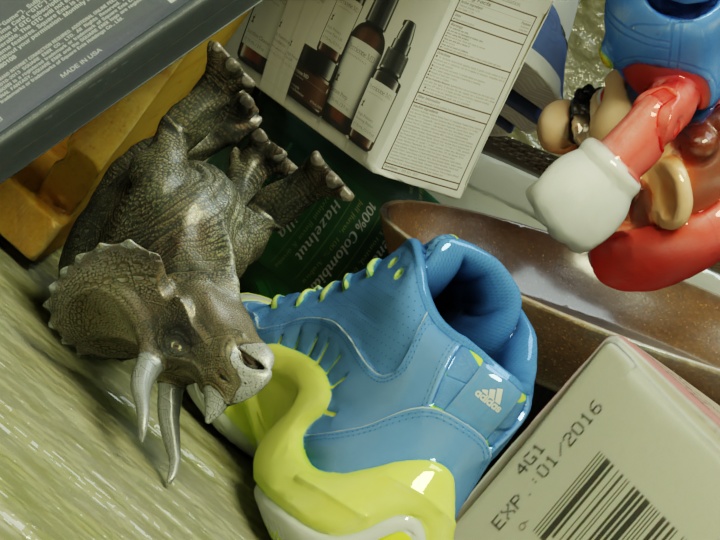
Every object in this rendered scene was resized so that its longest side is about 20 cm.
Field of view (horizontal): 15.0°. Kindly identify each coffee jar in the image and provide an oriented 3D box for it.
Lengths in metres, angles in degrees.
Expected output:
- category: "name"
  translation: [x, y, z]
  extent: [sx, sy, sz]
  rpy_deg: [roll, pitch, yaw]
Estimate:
- category: "coffee jar"
  translation: [0.000, 0.000, 1.139]
  extent: [0.200, 0.085, 0.104]
  rpy_deg: [37, -6, -20]

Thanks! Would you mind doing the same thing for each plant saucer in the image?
- category: "plant saucer"
  translation: [0.097, 0.024, 1.035]
  extent: [0.200, 0.035, 0.200]
  rpy_deg: [19, 9, -3]

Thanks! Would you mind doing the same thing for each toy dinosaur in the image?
- category: "toy dinosaur"
  translation: [-0.062, -0.011, 0.851]
  extent: [0.077, 0.102, 0.200]
  rpy_deg: [49, -6, -14]

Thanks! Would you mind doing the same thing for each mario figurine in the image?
- category: "mario figurine"
  translation: [0.097, -0.083, 0.985]
  extent: [0.123, 0.201, 0.106]
  rpy_deg: [-17, 38, -29]

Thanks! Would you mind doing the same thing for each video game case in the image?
- category: "video game case"
  translation: [-0.131, -0.107, 0.880]
  extent: [0.200, 0.143, 0.019]
  rpy_deg: [44, -15, 41]

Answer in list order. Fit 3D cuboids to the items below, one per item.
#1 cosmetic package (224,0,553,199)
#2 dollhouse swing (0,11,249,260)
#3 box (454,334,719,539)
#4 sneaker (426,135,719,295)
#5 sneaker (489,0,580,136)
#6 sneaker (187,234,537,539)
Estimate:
- category: "cosmetic package"
  translation: [-0.018, -0.108, 1.040]
  extent: [0.051, 0.083, 0.200]
  rpy_deg: [16, 15, -41]
- category: "dollhouse swing"
  translation: [-0.112, -0.142, 0.958]
  extent: [0.176, 0.200, 0.182]
  rpy_deg: [38, 6, -2]
- category: "box"
  translation: [0.136, 0.128, 0.927]
  extent: [0.200, 0.109, 0.128]
  rpy_deg: [33, 9, -47]
- category: "sneaker"
  translation: [0.082, -0.005, 1.231]
  extent: [0.200, 0.085, 0.073]
  rpy_deg: [25, 17, 19]
- category: "sneaker"
  translation: [0.041, -0.109, 1.120]
  extent: [0.080, 0.115, 0.199]
  rpy_deg: [38, -22, -22]
- category: "sneaker"
  translation: [0.008, 0.031, 0.867]
  extent: [0.076, 0.105, 0.200]
  rpy_deg: [37, 7, -26]
